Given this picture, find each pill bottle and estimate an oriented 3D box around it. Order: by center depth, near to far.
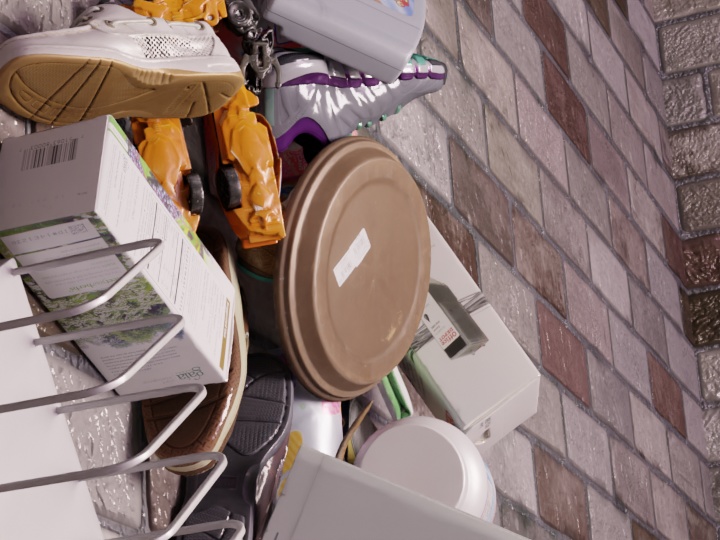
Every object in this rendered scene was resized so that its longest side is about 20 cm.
[{"bbox_3d":[0.049,0.174,1.658,0.200,0.108,0.110,59,24,-76],"label":"pill bottle"}]

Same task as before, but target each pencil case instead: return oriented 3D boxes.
[{"bbox_3d":[-0.048,0.157,1.598,0.091,0.082,0.201,76,8,-77],"label":"pencil case"}]

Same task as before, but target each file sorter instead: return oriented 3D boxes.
[{"bbox_3d":[-0.161,0.099,1.233,0.139,0.124,0.201,-50,127,-66],"label":"file sorter"}]

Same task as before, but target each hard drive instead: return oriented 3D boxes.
[{"bbox_3d":[0.025,0.221,1.465,0.026,0.199,0.133,69,44,-84],"label":"hard drive"}]

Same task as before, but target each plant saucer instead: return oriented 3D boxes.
[{"bbox_3d":[0.000,0.000,1.576,0.200,0.029,0.202,-15,108,-56],"label":"plant saucer"}]

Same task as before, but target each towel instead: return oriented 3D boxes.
[{"bbox_3d":[-0.012,0.026,1.738,0.153,0.023,0.200,65,-4,-33],"label":"towel"}]

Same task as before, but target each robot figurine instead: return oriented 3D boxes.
[{"bbox_3d":[-0.123,-0.110,1.483,0.058,0.144,0.201,149,-69,-68],"label":"robot figurine"}]

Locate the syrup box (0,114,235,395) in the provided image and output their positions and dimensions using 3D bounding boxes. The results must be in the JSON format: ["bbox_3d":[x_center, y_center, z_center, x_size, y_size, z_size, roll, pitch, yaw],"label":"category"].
[{"bbox_3d":[-0.158,-0.004,1.367,0.200,0.078,0.082,57,28,-48],"label":"syrup box"}]

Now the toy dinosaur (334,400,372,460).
[{"bbox_3d":[-0.012,0.204,1.518,0.106,0.060,0.201,-44,126,-40],"label":"toy dinosaur"}]

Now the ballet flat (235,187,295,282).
[{"bbox_3d":[-0.026,-0.038,1.605,0.200,0.068,0.073,-9,126,-59],"label":"ballet flat"}]

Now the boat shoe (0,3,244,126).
[{"bbox_3d":[-0.169,-0.142,1.389,0.199,0.071,0.070,-1,60,-48],"label":"boat shoe"}]

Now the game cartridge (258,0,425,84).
[{"bbox_3d":[-0.014,-0.226,1.597,0.132,0.042,0.201,19,36,-18],"label":"game cartridge"}]

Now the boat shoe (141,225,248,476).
[{"bbox_3d":[-0.107,0.066,1.491,0.075,0.074,0.203,66,21,-49],"label":"boat shoe"}]

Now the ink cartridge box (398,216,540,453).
[{"bbox_3d":[0.068,0.052,1.812,0.200,0.083,0.147,55,-7,15],"label":"ink cartridge box"}]

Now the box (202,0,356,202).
[{"bbox_3d":[-0.066,-0.154,1.683,0.095,0.102,0.201,29,52,-66],"label":"box"}]

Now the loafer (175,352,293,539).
[{"bbox_3d":[-0.092,0.154,1.515,0.063,0.071,0.201,85,15,-51],"label":"loafer"}]

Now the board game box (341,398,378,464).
[{"bbox_3d":[-0.003,0.223,1.765,0.136,0.034,0.201,57,29,-49],"label":"board game box"}]

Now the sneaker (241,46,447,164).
[{"bbox_3d":[-0.016,-0.126,1.600,0.199,0.074,0.088,-5,105,-43],"label":"sneaker"}]
